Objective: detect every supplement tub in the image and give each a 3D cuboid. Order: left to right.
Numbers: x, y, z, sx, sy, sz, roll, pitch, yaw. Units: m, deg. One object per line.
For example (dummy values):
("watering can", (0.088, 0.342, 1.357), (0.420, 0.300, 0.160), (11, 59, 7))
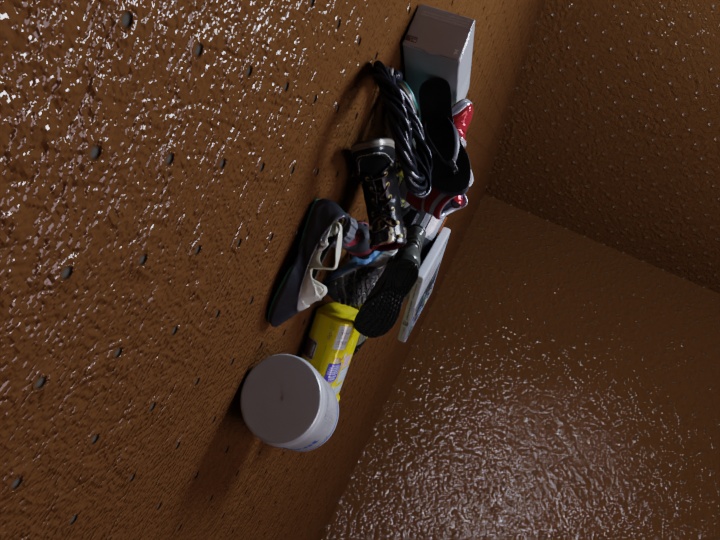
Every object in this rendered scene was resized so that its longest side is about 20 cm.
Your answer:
("supplement tub", (-0.107, 0.217, 0.950), (0.135, 0.129, 0.201), (-63, 166, -14))
("supplement tub", (0.122, -0.106, 1.334), (0.205, 0.120, 0.122), (-62, 167, 4))

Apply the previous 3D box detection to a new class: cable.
("cable", (0.069, -0.210, 0.884), (0.163, 0.049, 0.207), (-7, 82, -80))

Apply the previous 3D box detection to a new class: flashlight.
("flashlight", (-0.014, -0.061, 1.002), (0.069, 0.066, 0.200), (-65, 168, 0))

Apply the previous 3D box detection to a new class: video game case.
("video game case", (0.140, 0.029, 1.310), (0.201, 0.023, 0.186), (-55, 161, -49))

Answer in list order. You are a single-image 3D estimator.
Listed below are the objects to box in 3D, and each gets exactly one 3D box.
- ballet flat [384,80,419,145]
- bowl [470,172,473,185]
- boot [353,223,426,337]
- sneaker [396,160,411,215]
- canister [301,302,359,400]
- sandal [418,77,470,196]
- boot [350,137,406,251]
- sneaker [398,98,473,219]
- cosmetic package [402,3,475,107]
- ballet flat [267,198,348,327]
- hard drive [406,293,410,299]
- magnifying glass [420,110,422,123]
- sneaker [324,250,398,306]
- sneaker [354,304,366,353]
("ballet flat", (0.073, -0.259, 1.047), (0.063, 0.068, 0.200), (-35, 164, 3))
("bowl", (0.170, -0.263, 1.250), (0.206, 0.073, 0.199), (68, 20, -6))
("boot", (0.062, 0.021, 1.082), (0.202, 0.066, 0.132), (-57, -175, 33))
("sneaker", (0.081, -0.174, 1.218), (0.201, 0.074, 0.078), (125, -26, -62))
("canister", (-0.067, 0.174, 1.147), (0.206, 0.084, 0.148), (-71, 165, 9))
("sandal", (0.130, -0.219, 0.966), (0.043, 0.073, 0.207), (52, 26, -77))
("boot", (0.032, -0.118, 0.957), (0.200, 0.070, 0.156), (52, 31, -83))
("sneaker", (0.160, -0.184, 1.014), (0.203, 0.112, 0.071), (-57, 154, 6))
("cosmetic package", (0.137, -0.355, 1.040), (0.201, 0.104, 0.093), (76, 36, -72))
("ballet flat", (-0.071, -0.003, 0.863), (0.206, 0.071, 0.073), (-67, 167, 0))
("hard drive", (0.062, 0.012, 1.301), (0.027, 0.129, 0.200), (-63, 167, -10))
("magnifying glass", (0.134, -0.232, 1.093), (0.202, 0.022, 0.082), (71, 23, -51))
("sneaker", (0.000, 0.000, 1.139), (0.197, 0.089, 0.081), (-26, 131, -40))
("sneaker", (-0.011, 0.117, 1.304), (0.202, 0.075, 0.076), (-56, -175, 41))
